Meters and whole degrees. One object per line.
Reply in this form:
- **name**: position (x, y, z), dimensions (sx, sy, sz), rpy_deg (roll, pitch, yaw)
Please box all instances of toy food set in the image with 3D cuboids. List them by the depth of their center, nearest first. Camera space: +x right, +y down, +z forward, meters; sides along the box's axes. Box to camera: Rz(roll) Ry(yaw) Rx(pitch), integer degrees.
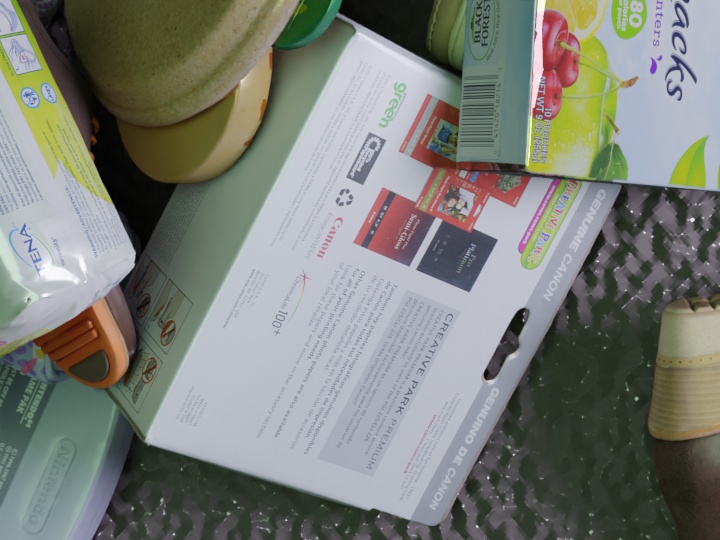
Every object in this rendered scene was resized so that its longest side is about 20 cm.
- **toy food set**: position (-0.063, -0.154, 0.754), dimensions (0.198, 0.048, 0.201), rpy_deg (-48, 45, 27)

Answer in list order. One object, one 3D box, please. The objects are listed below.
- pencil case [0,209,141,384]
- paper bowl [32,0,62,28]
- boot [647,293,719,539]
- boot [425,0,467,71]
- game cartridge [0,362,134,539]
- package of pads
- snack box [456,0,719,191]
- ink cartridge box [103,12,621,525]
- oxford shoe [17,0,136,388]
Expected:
- **pencil case**: position (-0.207, -0.020, 0.841), dimensions (0.199, 0.083, 0.091), rpy_deg (24, 62, 15)
- **paper bowl**: position (-0.242, -0.170, 0.840), dimensions (0.199, 0.104, 0.202), rpy_deg (9, 67, -22)
- **boot**: position (0.233, 0.088, 0.772), dimensions (0.199, 0.072, 0.168), rpy_deg (-6, 101, 14)
- **boot**: position (0.016, -0.202, 0.814), dimensions (0.154, 0.072, 0.201), rpy_deg (12, 88, 14)
- **game cartridge**: position (-0.190, 0.094, 0.878), dimensions (0.133, 0.042, 0.201), rpy_deg (24, 87, 11)
- **package of pads**: position (-0.192, -0.027, 0.715), dimensions (0.200, 0.068, 0.155), rpy_deg (-27, 90, 46)
- **snack box**: position (0.116, -0.138, 0.754), dimensions (0.053, 0.142, 0.202), rpy_deg (6, 93, 53)
- **ink cartridge box**: position (0.000, 0.000, 0.797), dimensions (0.201, 0.175, 0.084), rpy_deg (-61, 35, 8)
- **oxford shoe**: position (-0.138, -0.047, 0.759), dimensions (0.071, 0.073, 0.201), rpy_deg (-23, 91, 47)
